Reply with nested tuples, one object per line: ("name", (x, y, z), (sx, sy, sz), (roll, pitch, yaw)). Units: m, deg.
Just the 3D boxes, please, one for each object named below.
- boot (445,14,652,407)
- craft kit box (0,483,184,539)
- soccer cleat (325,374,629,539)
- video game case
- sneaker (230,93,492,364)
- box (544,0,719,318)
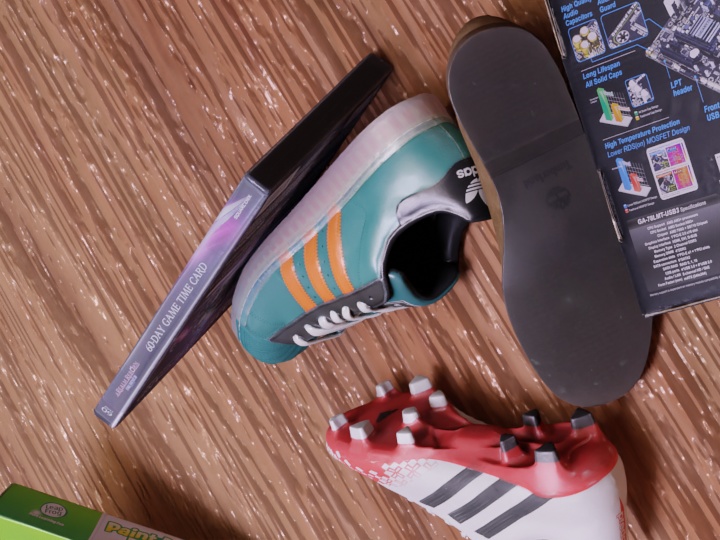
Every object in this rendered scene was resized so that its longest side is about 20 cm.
("boot", (0.092, -0.032, 1.044), (0.075, 0.073, 0.201), (-105, -4, -73))
("craft kit box", (-0.142, 0.249, 1.306), (0.199, 0.049, 0.198), (16, 112, 11))
("soccer cleat", (0.058, 0.109, 1.112), (0.200, 0.069, 0.085), (5, 121, 46))
("video game case", (-0.063, -0.015, 1.137), (0.019, 0.143, 0.200), (39, 130, 2))
("sneaker", (0.000, 0.000, 1.127), (0.080, 0.071, 0.200), (56, 134, 19))
("box", (0.179, -0.097, 0.934), (0.200, 0.050, 0.199), (-19, 88, 45))
